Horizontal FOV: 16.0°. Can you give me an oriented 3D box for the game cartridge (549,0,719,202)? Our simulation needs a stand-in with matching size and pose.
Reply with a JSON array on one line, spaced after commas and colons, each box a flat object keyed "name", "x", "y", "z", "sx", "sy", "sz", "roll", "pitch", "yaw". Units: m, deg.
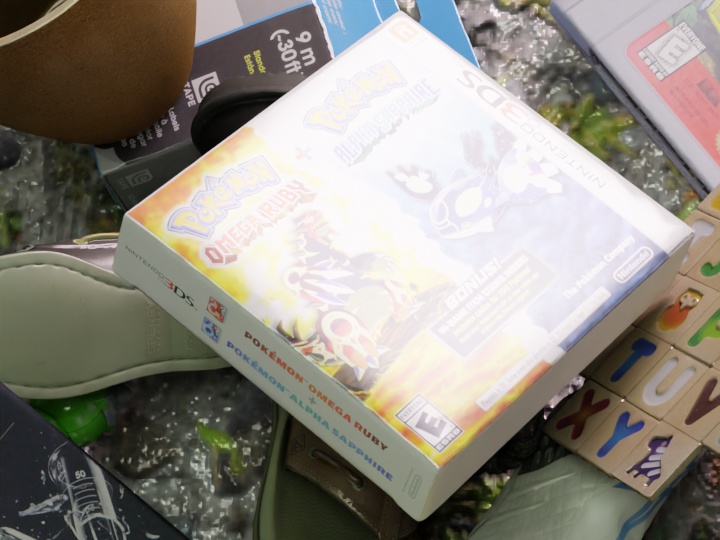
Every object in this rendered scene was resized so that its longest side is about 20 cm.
[{"name": "game cartridge", "x": 0.203, "y": -0.101, "z": 1.272, "sx": 0.133, "sy": 0.041, "sz": 0.200, "roll": -34, "pitch": 65, "yaw": -6}]

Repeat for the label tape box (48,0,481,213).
[{"name": "label tape box", "x": -0.055, "y": -0.132, "z": 1.331, "sx": 0.199, "sy": 0.066, "sz": 0.144, "roll": -22, "pitch": 65, "yaw": 6}]

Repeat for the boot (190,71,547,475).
[{"name": "boot", "x": 0.001, "y": -0.001, "z": 1.210, "sx": 0.210, "sy": 0.080, "sz": 0.158, "roll": 18, "pitch": 51, "yaw": 5}]

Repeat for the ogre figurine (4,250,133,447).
[{"name": "ogre figurine", "x": -0.197, "y": 0.082, "z": 1.261, "sx": 0.120, "sy": 0.098, "sz": 0.200, "roll": 26, "pitch": 40, "yaw": 30}]

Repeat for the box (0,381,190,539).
[{"name": "box", "x": -0.160, "y": 0.181, "z": 1.136, "sx": 0.182, "sy": 0.104, "sz": 0.200, "roll": 40, "pitch": 80, "yaw": -6}]

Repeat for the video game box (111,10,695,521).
[{"name": "video game box", "x": 0.022, "y": -0.010, "z": 1.142, "sx": 0.182, "sy": 0.047, "sz": 0.200, "roll": 36, "pitch": 51, "yaw": 17}]

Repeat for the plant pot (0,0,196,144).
[{"name": "plant pot", "x": -0.151, "y": -0.142, "z": 1.212, "sx": 0.186, "sy": 0.200, "sz": 0.187, "roll": -6, "pitch": 68, "yaw": 14}]

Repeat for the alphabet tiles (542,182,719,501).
[{"name": "alphabet tiles", "x": 0.173, "y": 0.015, "z": 1.151, "sx": 0.200, "sy": 0.006, "sz": 0.166, "roll": -46, "pitch": 27, "yaw": -6}]

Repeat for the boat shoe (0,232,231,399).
[{"name": "boat shoe", "x": -0.129, "y": 0.019, "z": 1.240, "sx": 0.061, "sy": 0.201, "sz": 0.072, "roll": 29, "pitch": 117, "yaw": 59}]

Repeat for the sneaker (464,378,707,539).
[{"name": "sneaker", "x": 0.101, "y": 0.118, "z": 1.195, "sx": 0.072, "sy": 0.073, "sz": 0.200, "roll": 31, "pitch": 63, "yaw": 30}]

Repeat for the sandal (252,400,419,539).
[{"name": "sandal", "x": -0.005, "y": 0.094, "z": 1.194, "sx": 0.057, "sy": 0.080, "sz": 0.201, "roll": -46, "pitch": 36, "yaw": 40}]
